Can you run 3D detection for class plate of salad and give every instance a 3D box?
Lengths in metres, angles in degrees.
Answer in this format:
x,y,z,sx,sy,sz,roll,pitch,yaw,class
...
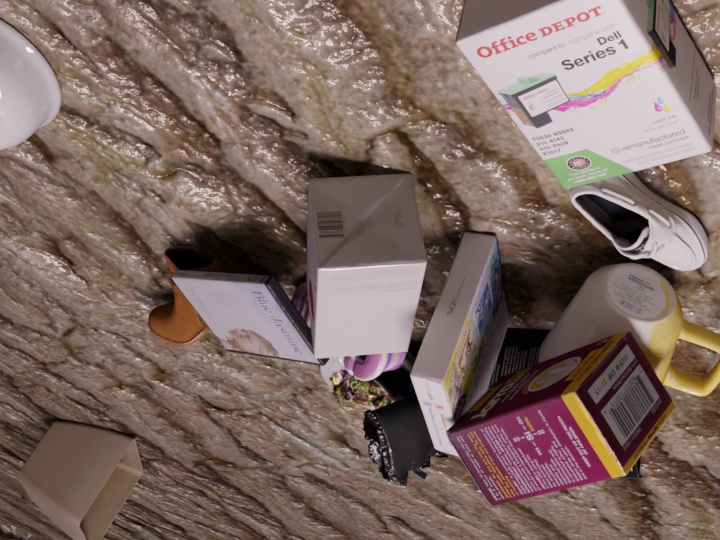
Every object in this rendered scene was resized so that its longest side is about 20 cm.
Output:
x,y,z,sx,sy,sz,roll,pitch,yaw,class
0.032,0.179,1.479,0.197,0.048,0.201,12,148,7,plate of salad

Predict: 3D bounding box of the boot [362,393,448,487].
x,y,z,sx,sy,sz,roll,pitch,yaw,class
0.077,0.170,1.286,0.073,0.161,0.201,28,135,59,boot

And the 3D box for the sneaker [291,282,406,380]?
x,y,z,sx,sy,sz,roll,pitch,yaw,class
-0.015,0.081,1.286,0.088,0.081,0.199,3,-159,-46,sneaker

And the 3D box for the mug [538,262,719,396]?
x,y,z,sx,sy,sz,roll,pitch,yaw,class
0.311,0.070,1.124,0.184,0.151,0.154,-7,141,-14,mug

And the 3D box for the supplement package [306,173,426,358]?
x,y,z,sx,sy,sz,roll,pitch,yaw,class
0.000,0.000,1.126,0.118,0.123,0.201,-4,147,-6,supplement package

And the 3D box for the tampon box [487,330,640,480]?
x,y,z,sx,sy,sz,roll,pitch,yaw,class
0.266,0.173,1.287,0.197,0.127,0.150,3,145,22,tampon box

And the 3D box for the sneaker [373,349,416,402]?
x,y,z,sx,sy,sz,roll,pitch,yaw,class
0.077,0.163,1.369,0.199,0.085,0.077,29,115,-14,sneaker

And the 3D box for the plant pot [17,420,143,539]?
x,y,z,sx,sy,sz,roll,pitch,yaw,class
-0.581,0.424,2.016,0.175,0.201,0.201,25,149,9,plant pot

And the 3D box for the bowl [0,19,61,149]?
x,y,z,sx,sy,sz,roll,pitch,yaw,class
-0.445,-0.196,1.093,0.198,0.091,0.202,12,148,8,bowl

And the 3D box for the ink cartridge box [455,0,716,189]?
x,y,z,sx,sy,sz,roll,pitch,yaw,class
0.194,-0.175,0.833,0.144,0.085,0.200,-13,137,38,ink cartridge box

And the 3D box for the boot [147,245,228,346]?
x,y,z,sx,sy,sz,roll,pitch,yaw,class
-0.243,0.035,1.369,0.198,0.077,0.156,8,141,33,boot

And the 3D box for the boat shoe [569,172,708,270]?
x,y,z,sx,sy,sz,roll,pitch,yaw,class
0.282,-0.044,1.008,0.199,0.066,0.073,31,145,-21,boat shoe

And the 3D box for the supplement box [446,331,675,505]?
x,y,z,sx,sy,sz,roll,pitch,yaw,class
0.213,0.162,1.059,0.199,0.131,0.104,-30,94,48,supplement box

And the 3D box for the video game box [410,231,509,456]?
x,y,z,sx,sy,sz,roll,pitch,yaw,class
0.122,0.089,1.157,0.046,0.202,0.183,12,148,20,video game box

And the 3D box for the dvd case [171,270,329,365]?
x,y,z,sx,sy,sz,roll,pitch,yaw,class
-0.142,0.059,1.247,0.198,0.018,0.143,3,135,45,dvd case
